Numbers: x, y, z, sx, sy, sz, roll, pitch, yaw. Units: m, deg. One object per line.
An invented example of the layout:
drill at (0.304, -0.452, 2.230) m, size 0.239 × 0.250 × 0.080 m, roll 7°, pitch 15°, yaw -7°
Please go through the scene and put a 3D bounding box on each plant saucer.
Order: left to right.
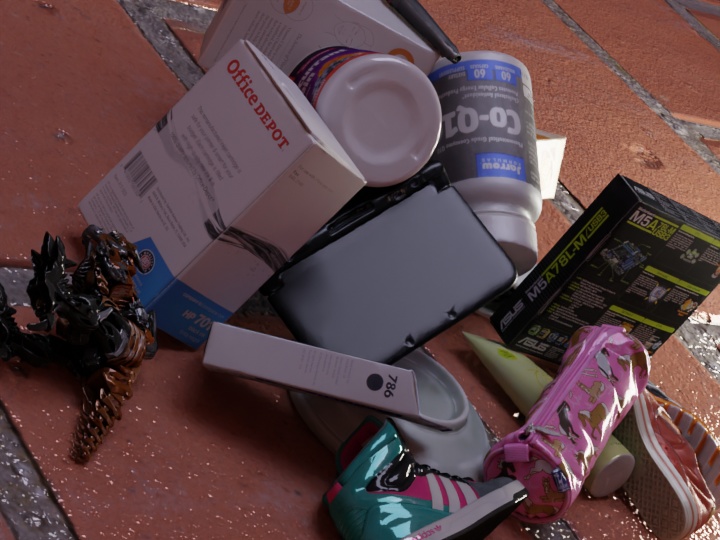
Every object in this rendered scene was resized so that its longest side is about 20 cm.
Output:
plant saucer at (0.035, 0.110, 1.476) m, size 0.199 × 0.050 × 0.201 m, roll 27°, pitch 26°, yaw -14°

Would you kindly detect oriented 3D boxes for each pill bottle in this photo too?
pill bottle at (-0.010, -0.140, 1.553) m, size 0.111 × 0.112 × 0.200 m, roll 23°, pitch 3°, yaw -19°
pill bottle at (0.115, -0.097, 1.682) m, size 0.113 × 0.114 × 0.202 m, roll 15°, pitch 60°, yaw -33°

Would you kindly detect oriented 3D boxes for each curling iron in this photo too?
curling iron at (0.045, -0.263, 1.702) m, size 0.049 × 0.026 × 0.200 m, roll 8°, pitch 32°, yaw -40°

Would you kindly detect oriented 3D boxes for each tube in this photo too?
tube at (0.171, 0.122, 1.614) m, size 0.052 × 0.058 × 0.200 m, roll -28°, pitch 50°, yaw -17°

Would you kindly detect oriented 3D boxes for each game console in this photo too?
game console at (0.000, 0.000, 1.511) m, size 0.199 × 0.117 × 0.175 m, roll -31°, pitch 16°, yaw -22°

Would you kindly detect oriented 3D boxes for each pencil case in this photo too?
pencil case at (0.178, 0.127, 1.503) m, size 0.083 × 0.087 × 0.200 m, roll 43°, pitch 44°, yaw 0°

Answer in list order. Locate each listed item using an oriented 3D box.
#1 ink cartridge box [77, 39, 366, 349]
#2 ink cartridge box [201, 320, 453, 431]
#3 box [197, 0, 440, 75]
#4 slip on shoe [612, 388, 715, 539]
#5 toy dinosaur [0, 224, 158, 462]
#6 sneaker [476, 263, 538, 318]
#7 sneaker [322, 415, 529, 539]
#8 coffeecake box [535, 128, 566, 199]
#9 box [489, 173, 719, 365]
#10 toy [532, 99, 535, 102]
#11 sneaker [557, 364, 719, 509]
ink cartridge box at (-0.114, -0.062, 1.419) m, size 0.086 × 0.200 × 0.147 m, roll 37°, pitch 14°, yaw -49°
ink cartridge box at (-0.022, 0.083, 1.364) m, size 0.198 × 0.040 × 0.099 m, roll 16°, pitch -7°, yaw -1°
box at (-0.040, -0.218, 1.697) m, size 0.199 × 0.125 × 0.098 m, roll 28°, pitch 23°, yaw -13°
slip on shoe at (0.259, 0.152, 1.604) m, size 0.061 × 0.074 × 0.201 m, roll -5°, pitch 58°, yaw -41°
toy dinosaur at (-0.197, 0.042, 1.285) m, size 0.135 × 0.102 × 0.200 m, roll 31°, pitch 18°, yaw -35°
sneaker at (0.170, 0.033, 1.762) m, size 0.198 × 0.073 × 0.071 m, roll 14°, pitch 38°, yaw -16°
sneaker at (0.040, 0.165, 1.351) m, size 0.121 × 0.084 × 0.199 m, roll 52°, pitch 31°, yaw 18°
coffeecake box at (0.103, -0.124, 1.888) m, size 0.153 × 0.074 × 0.199 m, roll 19°, pitch 15°, yaw 33°
box at (0.251, 0.015, 1.696) m, size 0.199 × 0.194 × 0.048 m, roll 18°, pitch 27°, yaw -44°
toy at (0.069, -0.181, 1.820) m, size 0.198 × 0.048 × 0.115 m, roll 15°, pitch -7°, yaw -12°
sneaker at (0.277, 0.146, 1.665) m, size 0.200 × 0.078 × 0.077 m, roll 44°, pitch 16°, yaw 18°
